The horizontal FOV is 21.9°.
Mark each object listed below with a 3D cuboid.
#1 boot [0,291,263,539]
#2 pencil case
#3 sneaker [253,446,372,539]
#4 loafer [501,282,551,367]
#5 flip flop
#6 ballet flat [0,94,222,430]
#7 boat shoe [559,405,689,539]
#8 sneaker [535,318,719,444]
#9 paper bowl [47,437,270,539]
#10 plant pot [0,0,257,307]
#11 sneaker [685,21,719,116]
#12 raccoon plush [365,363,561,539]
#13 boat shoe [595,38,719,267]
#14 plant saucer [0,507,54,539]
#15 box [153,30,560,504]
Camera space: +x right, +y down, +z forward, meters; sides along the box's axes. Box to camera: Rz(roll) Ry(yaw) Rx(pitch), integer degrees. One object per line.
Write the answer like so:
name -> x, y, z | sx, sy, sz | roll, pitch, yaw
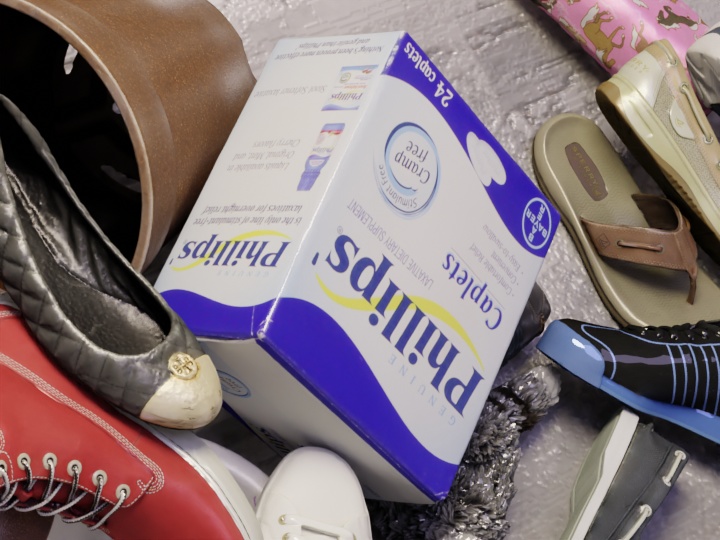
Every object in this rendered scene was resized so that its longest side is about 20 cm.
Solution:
boot -> -0.144, 0.111, 0.903 | 0.200, 0.072, 0.144 | 43, 26, -1
pencil case -> 0.188, -0.191, 1.346 | 0.200, 0.087, 0.083 | 43, 101, 2
sneaker -> -0.019, 0.176, 0.950 | 0.072, 0.085, 0.201 | 15, 59, -17
loafer -> 0.050, -0.029, 1.220 | 0.072, 0.073, 0.201 | -29, 88, -40
flip flop -> 0.191, -0.029, 1.279 | 0.081, 0.058, 0.201 | -24, 76, -30
ballet flat -> -0.140, 0.000, 0.925 | 0.200, 0.057, 0.066 | 47, 42, 3
boat shoe -> 0.151, 0.173, 1.152 | 0.060, 0.076, 0.201 | 30, 58, 1
sneaker -> 0.212, 0.061, 1.222 | 0.199, 0.070, 0.078 | 23, 93, -19
paper bowl -> -0.121, 0.196, 1.010 | 0.199, 0.104, 0.202 | 9, 62, -18
plant pot -> -0.164, -0.079, 1.060 | 0.200, 0.200, 0.198 | 44, 27, 3
sneaker -> 0.316, -0.111, 1.301 | 0.129, 0.079, 0.200 | -36, 115, -10
raccoon plush -> 0.087, 0.145, 1.135 | 0.199, 0.097, 0.135 | -25, 84, -31
boat shoe -> 0.242, -0.064, 1.282 | 0.063, 0.073, 0.201 | -40, 100, -2
plant saucer -> -0.254, 0.126, 0.964 | 0.199, 0.032, 0.201 | -10, 45, 10
box -> 0.000, 0.000, 1.046 | 0.184, 0.104, 0.201 | 44, 60, -39
